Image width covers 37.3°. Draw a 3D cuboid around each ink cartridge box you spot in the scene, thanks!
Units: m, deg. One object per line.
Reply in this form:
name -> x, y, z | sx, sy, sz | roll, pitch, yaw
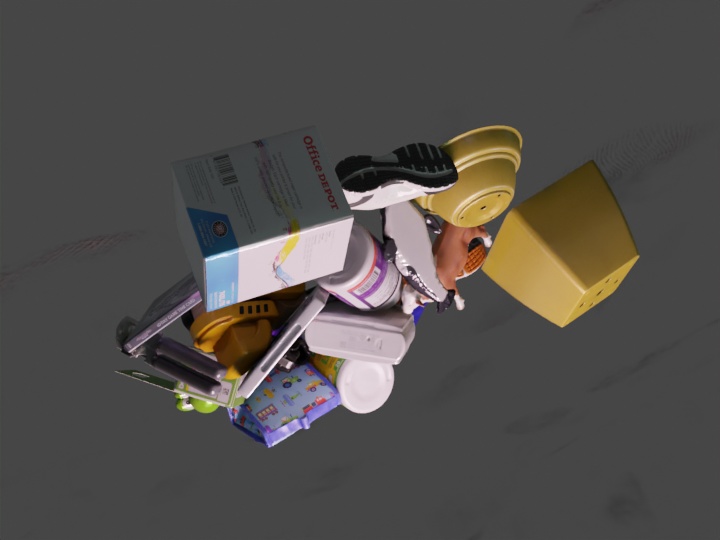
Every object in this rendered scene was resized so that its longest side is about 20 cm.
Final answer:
ink cartridge box -> -0.128, -0.067, 1.381 | 0.197, 0.149, 0.147 | -16, 155, -16
ink cartridge box -> -0.281, 0.157, 1.733 | 0.196, 0.077, 0.148 | 16, 177, 2

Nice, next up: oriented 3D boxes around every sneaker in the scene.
sneaker -> 0.045, -0.129, 1.524 | 0.196, 0.075, 0.080 | -6, 157, -20
sneaker -> -0.151, 0.126, 1.797 | 0.199, 0.100, 0.070 | 8, 125, -54
sneaker -> 0.127, 0.005, 1.864 | 0.198, 0.077, 0.092 | -28, 171, -14

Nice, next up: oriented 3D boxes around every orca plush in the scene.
orca plush -> 0.081, -0.032, 1.662 | 0.106, 0.200, 0.071 | -49, -157, -13

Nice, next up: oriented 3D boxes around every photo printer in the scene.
photo printer -> 0.006, 0.099, 1.773 | 0.163, 0.071, 0.200 | 8, -173, 8

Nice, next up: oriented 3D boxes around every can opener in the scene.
can opener -> -0.284, 0.127, 1.617 | 0.054, 0.197, 0.067 | -69, 162, 9

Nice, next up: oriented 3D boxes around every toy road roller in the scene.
toy road roller -> -0.170, 0.083, 1.649 | 0.197, 0.148, 0.123 | -3, 149, -39

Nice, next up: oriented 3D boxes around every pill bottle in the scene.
pill bottle -> -0.034, 0.170, 1.897 | 0.109, 0.113, 0.199 | -10, -164, -27
pill bottle -> 0.000, 0.000, 1.682 | 0.110, 0.113, 0.200 | -29, 156, 11

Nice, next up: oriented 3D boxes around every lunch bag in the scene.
lunch bag -> -0.133, 0.223, 1.828 | 0.149, 0.096, 0.199 | -26, -157, -22

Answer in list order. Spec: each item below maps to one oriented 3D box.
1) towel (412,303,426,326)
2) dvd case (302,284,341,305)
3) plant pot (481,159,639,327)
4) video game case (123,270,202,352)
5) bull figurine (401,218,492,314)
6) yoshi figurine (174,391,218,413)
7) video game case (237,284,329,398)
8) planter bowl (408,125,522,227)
towel -> 0.057, 0.091, 1.978 | 0.145, 0.050, 0.201 | -18, 160, -16
dvd case -> -0.005, 0.034, 1.867 | 0.197, 0.016, 0.149 | -23, 156, -3
plant pot -> 0.353, -0.028, 1.820 | 0.198, 0.177, 0.201 | -30, 160, -23
video game case -> -0.243, 0.029, 1.522 | 0.198, 0.019, 0.143 | -33, -164, 21
bull figurine -> 0.141, -0.006, 1.757 | 0.121, 0.065, 0.202 | 32, 86, -52
yoshi figurine -> -0.234, 0.218, 1.929 | 0.197, 0.113, 0.113 | -11, 143, -24
video game case -> -0.113, 0.101, 1.639 | 0.183, 0.024, 0.200 | -50, -177, 6
planter bowl -> 0.173, -0.125, 1.624 | 0.197, 0.084, 0.201 | -21, 156, -10
